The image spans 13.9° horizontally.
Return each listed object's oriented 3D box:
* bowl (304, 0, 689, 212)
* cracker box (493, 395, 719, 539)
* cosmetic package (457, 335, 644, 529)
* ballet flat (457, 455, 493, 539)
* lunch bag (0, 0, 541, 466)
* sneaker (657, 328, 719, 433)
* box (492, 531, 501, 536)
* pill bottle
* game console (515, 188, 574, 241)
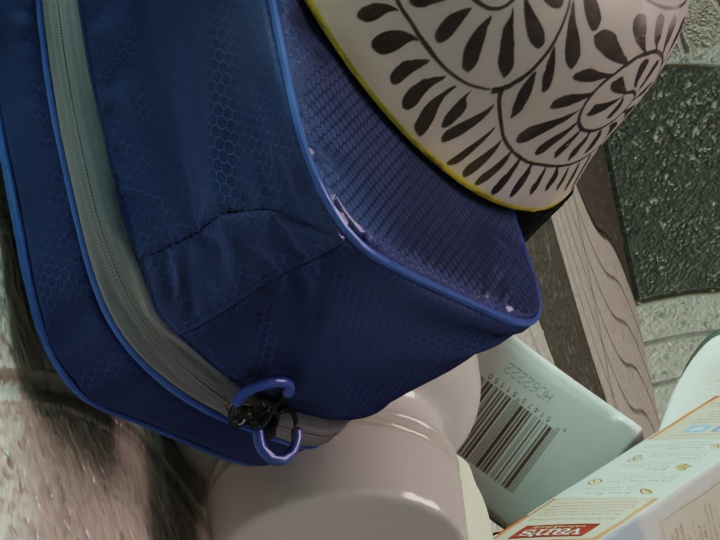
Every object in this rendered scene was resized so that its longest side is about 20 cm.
[{"bbox_3d":[0.052,-0.129,0.958,0.201,0.094,0.201,42,31,-33],"label":"bowl"},{"bbox_3d":[0.133,0.141,1.199,0.200,0.058,0.134,-24,106,-53],"label":"cracker box"},{"bbox_3d":[0.072,0.079,1.344,0.101,0.071,0.200,36,-3,9],"label":"cosmetic package"},{"bbox_3d":[0.011,0.082,1.140,0.076,0.064,0.200,31,23,-47],"label":"ballet flat"},{"bbox_3d":[-0.040,-0.031,0.953,0.136,0.132,0.200,28,42,-49],"label":"lunch bag"},{"bbox_3d":[0.147,0.122,1.311,0.108,0.067,0.201,12,96,-76],"label":"sneaker"},{"bbox_3d":[0.057,0.222,1.155,0.163,0.021,0.200,-34,97,-52],"label":"box"},{"bbox_3d":[-0.016,0.024,1.076,0.114,0.114,0.200,65,14,-50],"label":"pill bottle"},{"bbox_3d":[0.008,-0.074,1.265,0.177,0.031,0.200,52,-16,4],"label":"game console"}]
